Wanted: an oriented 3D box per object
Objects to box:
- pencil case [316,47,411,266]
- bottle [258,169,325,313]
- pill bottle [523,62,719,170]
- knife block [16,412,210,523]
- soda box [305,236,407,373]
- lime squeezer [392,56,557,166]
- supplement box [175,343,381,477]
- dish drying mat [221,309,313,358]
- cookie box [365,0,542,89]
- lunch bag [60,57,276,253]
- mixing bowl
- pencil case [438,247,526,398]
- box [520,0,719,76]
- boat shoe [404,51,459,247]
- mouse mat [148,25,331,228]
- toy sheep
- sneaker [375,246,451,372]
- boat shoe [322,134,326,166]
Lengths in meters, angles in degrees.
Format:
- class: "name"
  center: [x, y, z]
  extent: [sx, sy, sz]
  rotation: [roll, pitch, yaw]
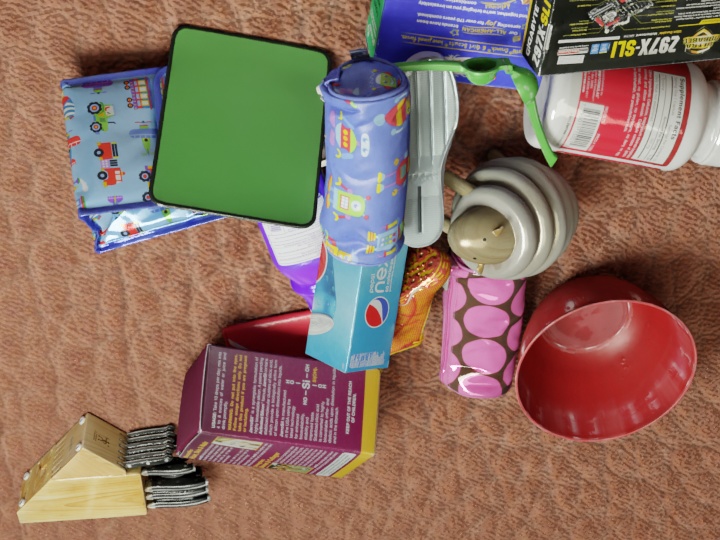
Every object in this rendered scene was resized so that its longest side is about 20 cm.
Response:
- class: "pencil case"
  center: [0.001, -0.101, 1.422]
  extent: [0.087, 0.078, 0.200]
  rotation: [11, 129, 14]
- class: "bottle"
  center: [-0.057, -0.033, 1.624]
  extent: [0.083, 0.065, 0.200]
  rotation: [-17, 126, 5]
- class: "pill bottle"
  center: [0.271, -0.161, 1.520]
  extent: [0.200, 0.112, 0.112]
  rotation: [9, 125, -10]
- class: "knife block"
  center: [-0.285, 0.256, 1.826]
  extent: [0.175, 0.064, 0.200]
  rotation: [35, 117, -24]
- class: "soda box"
  center: [0.000, 0.000, 1.587]
  extent: [0.064, 0.068, 0.200]
  rotation: [-3, 108, -43]
- class: "lime squeezer"
  center: [0.119, -0.171, 1.433]
  extent: [0.200, 0.038, 0.071]
  rotation: [25, 133, -22]
- class: "supplement box"
  center: [-0.092, 0.158, 1.705]
  extent: [0.200, 0.103, 0.131]
  rotation: [9, 160, -16]
- class: "dish drying mat"
  center: [-0.051, 0.076, 1.735]
  extent: [0.200, 0.018, 0.077]
  rotation: [-10, 125, 4]
- class: "cookie box"
  center: [0.104, -0.279, 1.445]
  extent: [0.171, 0.075, 0.200]
  rotation: [6, 127, -8]
- class: "lunch bag"
  center: [-0.179, -0.119, 1.500]
  extent: [0.200, 0.151, 0.094]
  rotation: [-12, 157, -2]
- class: "mixing bowl"
  center: [0.259, 0.079, 1.695]
  extent: [0.200, 0.108, 0.200]
  rotation: [-4, 128, -5]
- class: "pencil case"
  center: [0.129, 0.052, 1.686]
  extent: [0.094, 0.091, 0.200]
  rotation: [-20, 130, -23]
- class: "box"
  center: [0.257, -0.265, 1.412]
  extent: [0.200, 0.049, 0.160]
  rotation: [-8, 133, -17]
- class: "boat shoe"
  center: [0.050, -0.123, 1.491]
  extent: [0.073, 0.067, 0.200]
  rotation: [0, 117, -12]
- class: "mouse mat"
  center: [-0.113, -0.140, 1.476]
  extent: [0.161, 0.200, 0.008]
  rotation: [9, 155, -9]
- class: "toy sheep"
  center: [0.155, -0.057, 1.565]
  extent: [0.138, 0.200, 0.138]
  rotation: [18, 121, 33]
- class: "sneaker"
  center: [0.048, 0.039, 1.656]
  extent: [0.077, 0.073, 0.200]
  rotation: [25, 140, -17]
- class: "boat shoe"
  center: [-0.076, -0.140, 1.544]
  extent: [0.200, 0.072, 0.060]
  rotation: [-13, 129, 13]
